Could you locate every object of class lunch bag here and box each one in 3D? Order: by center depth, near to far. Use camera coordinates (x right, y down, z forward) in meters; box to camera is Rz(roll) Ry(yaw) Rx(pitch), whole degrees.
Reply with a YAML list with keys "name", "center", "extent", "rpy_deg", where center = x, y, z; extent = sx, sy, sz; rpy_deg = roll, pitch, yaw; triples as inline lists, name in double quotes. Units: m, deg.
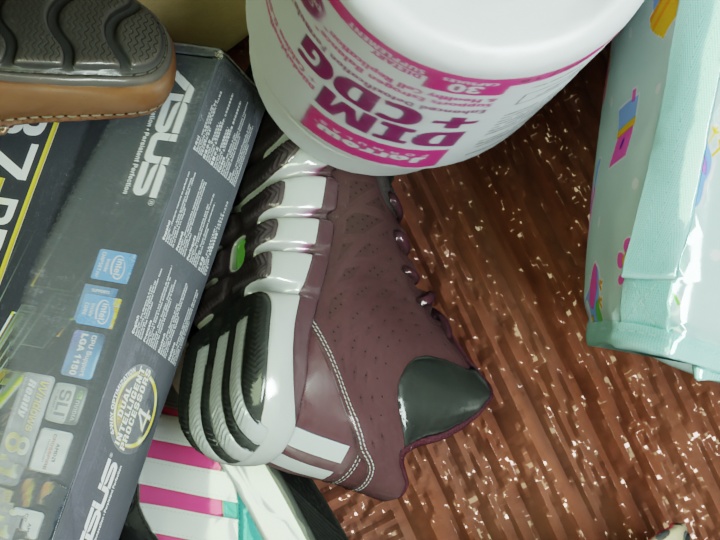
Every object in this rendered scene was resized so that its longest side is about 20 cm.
- name: "lunch bag"
  center: [0.136, -0.046, 0.868]
  extent: [0.122, 0.200, 0.171]
  rpy_deg: [11, 90, 19]

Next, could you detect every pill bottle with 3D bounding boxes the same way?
- name: "pill bottle"
  center: [0.023, -0.096, 0.856]
  extent: [0.113, 0.200, 0.113]
  rpy_deg: [2, 80, -9]

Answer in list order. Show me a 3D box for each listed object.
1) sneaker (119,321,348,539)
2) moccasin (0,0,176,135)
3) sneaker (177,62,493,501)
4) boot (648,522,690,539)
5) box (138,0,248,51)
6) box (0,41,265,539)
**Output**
- name: "sneaker"
  center: [-0.086, 0.087, 1.005]
  extent: [0.121, 0.084, 0.200]
  rpy_deg: [-31, 76, 8]
- name: "moccasin"
  center: [-0.166, -0.066, 0.944]
  extent: [0.201, 0.078, 0.074]
  rpy_deg: [-6, 45, 2]
- name: "sneaker"
  center: [0.000, 0.000, 0.988]
  extent: [0.076, 0.115, 0.200]
  rpy_deg: [-30, 42, 48]
- name: "boot"
  center: [0.136, 0.162, 0.929]
  extent: [0.200, 0.073, 0.151]
  rpy_deg: [-28, 79, 21]
- name: "box"
  center: [-0.095, -0.140, 0.935]
  extent: [0.163, 0.200, 0.021]
  rpy_deg: [-33, 51, 39]
- name: "box"
  center: [-0.138, 0.007, 0.969]
  extent: [0.161, 0.049, 0.200]
  rpy_deg: [10, 73, 27]
